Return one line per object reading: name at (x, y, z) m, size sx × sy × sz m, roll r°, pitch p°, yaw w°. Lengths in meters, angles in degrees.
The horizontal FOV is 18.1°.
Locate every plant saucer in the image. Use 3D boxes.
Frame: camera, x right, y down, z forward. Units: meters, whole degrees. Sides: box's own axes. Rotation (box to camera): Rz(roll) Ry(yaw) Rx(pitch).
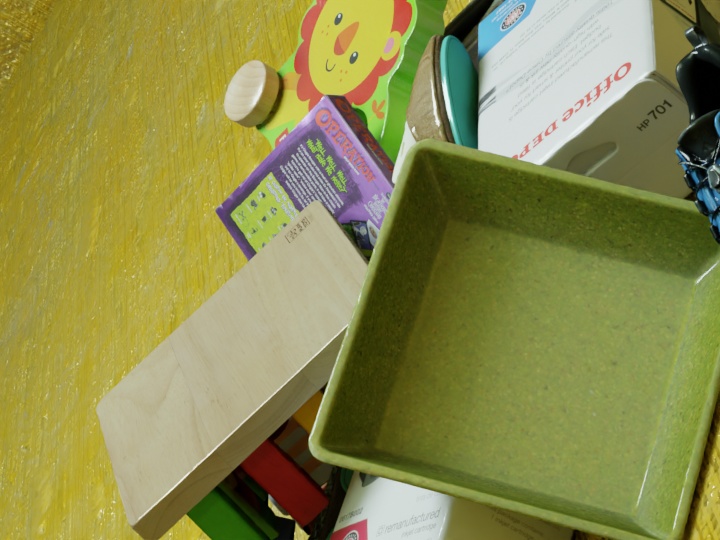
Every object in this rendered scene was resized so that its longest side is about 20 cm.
plant saucer at (0.095, 0.044, 1.212) m, size 0.048 × 0.198 × 0.201 m, roll 83°, pitch -157°, yaw -62°

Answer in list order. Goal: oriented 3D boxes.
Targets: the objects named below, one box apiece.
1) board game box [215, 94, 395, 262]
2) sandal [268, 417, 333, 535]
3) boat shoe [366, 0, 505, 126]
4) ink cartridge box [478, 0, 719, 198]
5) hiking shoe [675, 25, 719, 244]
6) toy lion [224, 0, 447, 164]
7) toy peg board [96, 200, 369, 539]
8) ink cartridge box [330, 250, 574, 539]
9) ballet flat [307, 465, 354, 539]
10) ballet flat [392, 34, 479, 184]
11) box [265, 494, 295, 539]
board game box at (0.000, 0.000, 1.473) m, size 0.120 × 0.201 × 0.032 m, roll -45°, pitch -20°, yaw 29°
sandal at (-0.053, 0.109, 1.510) m, size 0.079 × 0.059 × 0.207 m, roll -55°, pitch 51°, yaw 25°
boat shoe at (0.044, -0.132, 1.621) m, size 0.200 × 0.072 × 0.070 m, roll -40°, pitch 24°, yaw 9°
ink cartridge box at (0.147, -0.113, 1.369) m, size 0.146 × 0.086 × 0.201 m, roll -39°, pitch 30°, yaw 30°
hiking shoe at (0.195, -0.037, 1.162) m, size 0.074 × 0.086 × 0.201 m, roll -47°, pitch 24°, yaw 34°
toy lion at (-0.007, -0.126, 1.570) m, size 0.192 × 0.068 × 0.201 m, roll -43°, pitch 41°, yaw 30°
toy peg board at (-0.049, 0.082, 1.389) m, size 0.199 × 0.098 × 0.200 m, roll -43°, pitch 22°, yaw 3°
ink cartridge box at (0.064, 0.108, 1.297) m, size 0.147 × 0.085 × 0.201 m, roll -29°, pitch 38°, yaw 57°
ballet flat at (0.006, 0.152, 1.419) m, size 0.201 × 0.074 × 0.074 m, roll -59°, pitch 19°, yaw -3°
ballet flat at (0.062, -0.046, 1.410) m, size 0.072 × 0.068 × 0.201 m, roll -29°, pitch 75°, yaw 27°
box at (-0.070, 0.241, 1.447) m, size 0.122 × 0.032 × 0.201 m, roll 94°, pitch -173°, yaw -57°
